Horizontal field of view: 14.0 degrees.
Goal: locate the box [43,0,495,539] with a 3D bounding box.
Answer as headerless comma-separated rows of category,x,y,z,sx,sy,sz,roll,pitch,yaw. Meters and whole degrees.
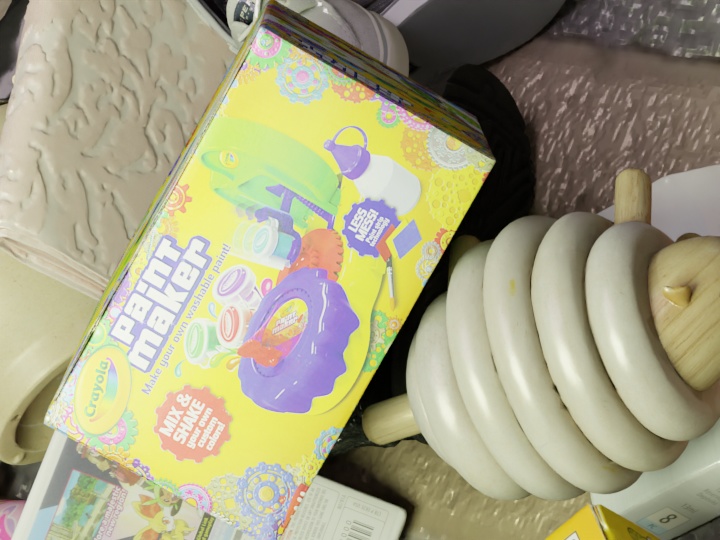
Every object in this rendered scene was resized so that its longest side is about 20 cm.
box,-0.042,-0.005,1.355,0.201,0.122,0.193,-60,4,8

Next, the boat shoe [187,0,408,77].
boat shoe,-0.042,-0.133,1.556,0.072,0.068,0.200,-57,37,15

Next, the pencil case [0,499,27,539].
pencil case,-0.156,0.170,1.564,0.199,0.087,0.088,4,70,47

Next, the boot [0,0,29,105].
boot,-0.180,-0.124,1.772,0.151,0.073,0.200,-55,37,2

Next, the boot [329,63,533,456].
boot,-0.002,0.000,1.517,0.157,0.079,0.212,-8,62,42

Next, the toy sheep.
toy sheep,0.089,0.037,1.292,0.199,0.138,0.139,-26,51,30

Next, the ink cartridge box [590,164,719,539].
ink cartridge box,0.184,0.016,1.347,0.200,0.047,0.161,-31,48,30

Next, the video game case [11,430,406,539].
video game case,-0.095,0.180,1.455,0.023,0.181,0.201,100,-169,-79

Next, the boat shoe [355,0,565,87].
boat shoe,0.031,-0.137,1.582,0.200,0.070,0.067,-36,47,35

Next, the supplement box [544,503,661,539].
supplement box,0.079,0.217,1.284,0.200,0.109,0.109,-41,44,20

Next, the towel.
towel,-0.118,-0.069,1.590,0.032,0.191,0.201,-16,55,37

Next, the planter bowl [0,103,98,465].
planter bowl,-0.188,0.020,1.627,0.200,0.200,0.135,-46,70,15
